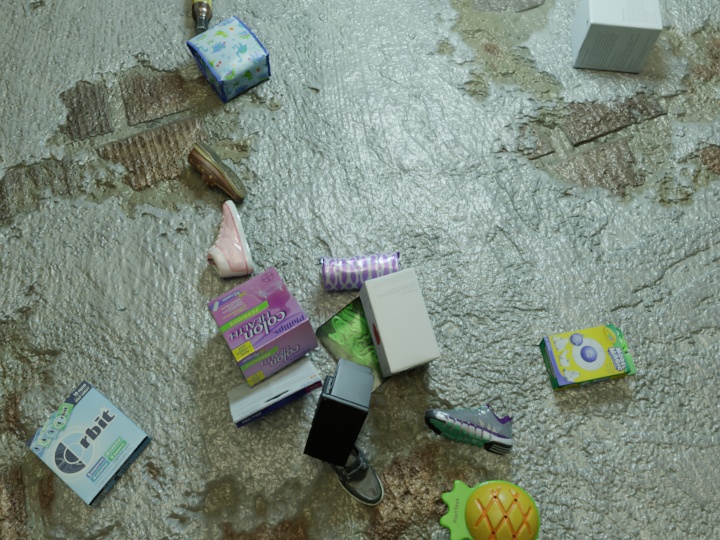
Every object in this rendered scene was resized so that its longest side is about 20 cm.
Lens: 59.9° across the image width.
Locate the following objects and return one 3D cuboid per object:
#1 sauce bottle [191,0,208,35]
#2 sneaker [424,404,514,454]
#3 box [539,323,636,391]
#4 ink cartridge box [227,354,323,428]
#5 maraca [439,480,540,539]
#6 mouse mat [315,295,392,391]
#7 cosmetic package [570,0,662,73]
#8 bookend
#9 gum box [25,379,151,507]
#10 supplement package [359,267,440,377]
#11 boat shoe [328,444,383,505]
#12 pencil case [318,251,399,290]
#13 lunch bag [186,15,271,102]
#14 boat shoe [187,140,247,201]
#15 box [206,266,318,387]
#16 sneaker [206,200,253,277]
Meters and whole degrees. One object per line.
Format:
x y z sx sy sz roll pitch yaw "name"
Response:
-0.478 -0.791 1.882 0.063 0.065 0.204 -4 65 -2 "sauce bottle"
0.233 0.321 1.341 0.196 0.075 0.089 21 54 -2 "sneaker"
0.517 0.193 1.409 0.195 0.049 0.120 -10 65 -7 "box"
-0.178 0.256 1.306 0.193 0.200 0.044 -25 104 -11 "ink cartridge box"
0.255 0.484 1.231 0.195 0.108 0.140 7 64 4 "maraca"
0.011 0.167 1.444 0.160 0.008 0.200 -36 69 -16 "mouse mat"
0.720 -0.689 1.773 0.195 0.168 0.170 7 64 3 "cosmetic package"
-0.032 0.246 1.253 0.090 0.202 0.201 18 43 -1 "bookend"
-0.575 0.363 1.327 0.198 0.045 0.171 34 69 14 "gum box"
0.083 0.117 1.379 0.117 0.121 0.204 -15 78 -10 "supplement package"
-0.025 0.397 1.297 0.074 0.066 0.200 -32 68 -15 "boat shoe"
0.000 0.000 1.488 0.195 0.085 0.086 -2 40 -2 "pencil case"
-0.371 -0.605 1.756 0.169 0.128 0.201 -34 78 -15 "lunch bag"
-0.372 -0.245 1.619 0.200 0.072 0.068 46 105 11 "boat shoe"
-0.218 0.120 1.383 0.174 0.098 0.200 -29 48 -13 "box"
-0.332 -0.074 1.523 0.102 0.076 0.204 -15 69 -13 "sneaker"
